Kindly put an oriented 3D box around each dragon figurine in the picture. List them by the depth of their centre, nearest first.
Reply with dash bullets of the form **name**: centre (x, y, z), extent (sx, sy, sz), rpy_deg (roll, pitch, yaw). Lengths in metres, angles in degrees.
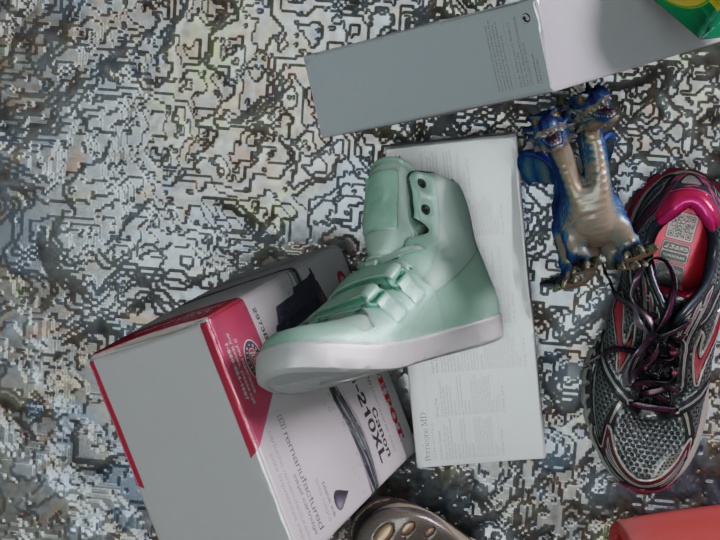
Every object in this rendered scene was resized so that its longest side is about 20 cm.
- **dragon figurine**: centre (0.126, -0.044, 0.967), extent (0.059, 0.200, 0.100), rpy_deg (-15, 81, 1)

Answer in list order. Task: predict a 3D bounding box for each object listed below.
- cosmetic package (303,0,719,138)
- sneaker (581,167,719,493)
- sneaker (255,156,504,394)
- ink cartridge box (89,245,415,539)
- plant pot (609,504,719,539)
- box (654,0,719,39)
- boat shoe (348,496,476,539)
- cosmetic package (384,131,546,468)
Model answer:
- **cosmetic package**: centre (0.089, -0.123, 0.921), extent (0.150, 0.200, 0.052), rpy_deg (-5, 100, 39)
- **sneaker**: centre (0.179, 0.039, 1.021), extent (0.080, 0.075, 0.201), rpy_deg (5, 99, 6)
- **sneaker**: centre (0.000, 0.000, 0.937), extent (0.074, 0.200, 0.119), rpy_deg (-15, 88, 36)
- **ink cartridge box**: centre (-0.055, 0.080, 0.983), extent (0.084, 0.200, 0.145), rpy_deg (-19, 96, 23)
- **plant pot**: centre (0.261, 0.219, 0.991), extent (0.177, 0.200, 0.201), rpy_deg (-17, 96, -2)
- **box**: centre (0.157, -0.203, 0.910), extent (0.200, 0.117, 0.048), rpy_deg (49, 129, 27)
- **boat shoe**: centre (0.071, 0.203, 1.060), extent (0.074, 0.073, 0.200), rpy_deg (-44, 112, 2)
- **cosmetic package**: centre (0.066, 0.017, 1.043), extent (0.082, 0.051, 0.201), rpy_deg (-5, 97, 5)
